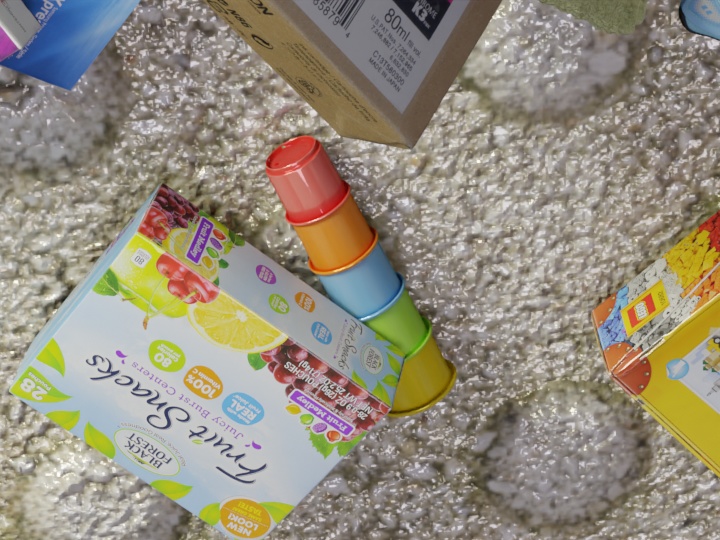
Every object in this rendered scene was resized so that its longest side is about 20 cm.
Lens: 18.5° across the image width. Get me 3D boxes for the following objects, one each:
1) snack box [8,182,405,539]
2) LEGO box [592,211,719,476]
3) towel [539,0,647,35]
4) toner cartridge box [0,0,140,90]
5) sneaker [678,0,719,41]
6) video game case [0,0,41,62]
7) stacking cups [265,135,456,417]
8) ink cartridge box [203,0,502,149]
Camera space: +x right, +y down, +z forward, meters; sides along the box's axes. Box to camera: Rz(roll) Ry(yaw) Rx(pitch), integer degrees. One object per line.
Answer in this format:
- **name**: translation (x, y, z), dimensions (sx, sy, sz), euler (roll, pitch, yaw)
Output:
- **snack box**: translation (-0.100, 0.067, 1.437), dimensions (0.200, 0.068, 0.169), euler (36, 123, -11)
- **LEGO box**: translation (0.279, 0.063, 1.483), dimensions (0.149, 0.077, 0.200), euler (-39, 117, 19)
- **towel**: translation (0.113, -0.225, 1.267), dimensions (0.199, 0.036, 0.149), euler (14, 93, -42)
- **toner cartridge box**: translation (-0.161, -0.196, 1.281), dimensions (0.095, 0.043, 0.200), euler (17, 132, -32)
- **sneaker**: translation (0.285, -0.143, 1.385), dimensions (0.199, 0.079, 0.090), euler (29, 134, -17)
- **video game case**: translation (-0.313, -0.164, 1.281), dimensions (0.199, 0.036, 0.182), euler (-25, 112, 30)
- **stacking cups**: translation (0.000, 0.000, 1.448), dimensions (0.060, 0.061, 0.201), euler (-22, 116, 8)
- **ink cartridge box**: translation (-0.007, -0.193, 1.245), dimensions (0.200, 0.075, 0.165), euler (42, 73, -38)
